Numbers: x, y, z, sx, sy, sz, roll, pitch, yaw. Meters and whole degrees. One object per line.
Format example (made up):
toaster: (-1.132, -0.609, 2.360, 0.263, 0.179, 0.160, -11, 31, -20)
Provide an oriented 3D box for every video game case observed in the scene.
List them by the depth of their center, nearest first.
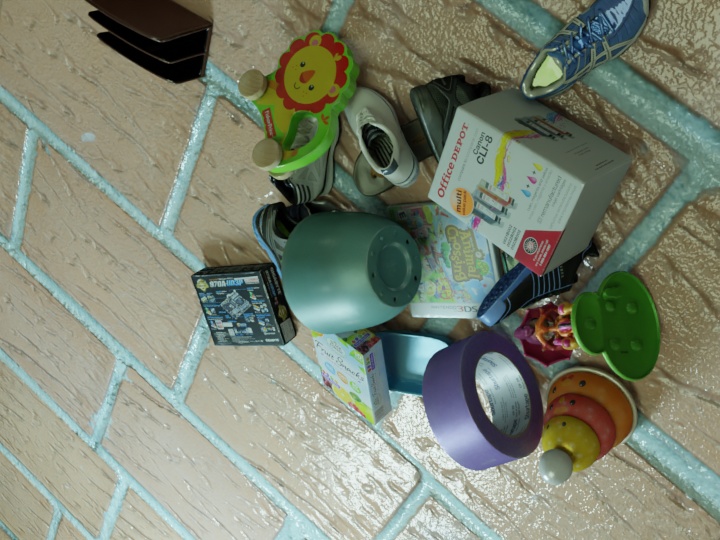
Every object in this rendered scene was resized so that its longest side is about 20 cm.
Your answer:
video game case: (0.142, -0.016, 1.287, 0.180, 0.022, 0.202, -1, 112, 35)

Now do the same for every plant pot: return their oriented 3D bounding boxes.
plant pot: (0.000, 0.000, 1.260, 0.160, 0.200, 0.203, -4, 111, 46)

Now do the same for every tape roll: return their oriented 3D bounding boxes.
tape roll: (0.194, 0.204, 1.247, 0.085, 0.200, 0.201, -31, 94, 40)

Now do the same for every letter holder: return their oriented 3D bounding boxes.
letter holder: (-0.380, -0.408, 1.369, 0.199, 0.142, 0.101, 32, 128, 17)

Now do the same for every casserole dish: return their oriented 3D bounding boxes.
casserole dish: (0.098, 0.160, 1.397, 0.198, 0.039, 0.123, 3, 115, 33)

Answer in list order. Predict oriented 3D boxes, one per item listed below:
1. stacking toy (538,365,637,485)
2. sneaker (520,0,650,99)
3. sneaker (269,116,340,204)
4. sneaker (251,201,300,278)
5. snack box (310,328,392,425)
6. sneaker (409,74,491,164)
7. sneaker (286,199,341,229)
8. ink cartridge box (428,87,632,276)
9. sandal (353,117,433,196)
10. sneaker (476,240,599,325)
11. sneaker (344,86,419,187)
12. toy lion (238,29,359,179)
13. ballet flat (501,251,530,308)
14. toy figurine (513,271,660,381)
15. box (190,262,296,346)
stacking toy: (0.319, 0.249, 1.182, 0.145, 0.200, 0.148, 15, 121, 27)
sneaker: (0.285, -0.283, 1.013, 0.076, 0.077, 0.200, 49, 131, 4)
sneaker: (-0.093, -0.200, 1.294, 0.075, 0.115, 0.203, 16, 121, 27)
sneaker: (-0.101, -0.027, 1.322, 0.082, 0.071, 0.201, -30, 99, 41)
snack box: (-0.018, 0.167, 1.418, 0.142, 0.053, 0.202, 31, 146, 34)
sneaker: (0.152, -0.196, 1.149, 0.113, 0.077, 0.201, -23, 127, 4)
sneaker: (-0.075, -0.030, 1.395, 0.145, 0.077, 0.204, -21, 99, 42)
ink cartridge box: (0.218, -0.123, 1.046, 0.199, 0.144, 0.147, 38, 131, 26)
sandal: (0.055, -0.177, 1.242, 0.199, 0.054, 0.082, -24, 99, 40)
sneaker: (0.257, 0.016, 1.137, 0.078, 0.070, 0.200, 44, 90, -7)
sneaker: (0.023, -0.214, 1.193, 0.073, 0.071, 0.201, -42, 57, 15)
toy lion: (-0.087, -0.266, 1.232, 0.190, 0.069, 0.202, -20, 71, 19)
ballet flat: (0.235, -0.042, 1.190, 0.074, 0.074, 0.202, -6, 112, 36)
toy figurine: (0.297, 0.090, 1.144, 0.183, 0.198, 0.152, -16, 74, 50)
box: (-0.234, 0.070, 1.577, 0.198, 0.046, 0.161, -4, 110, 36)
